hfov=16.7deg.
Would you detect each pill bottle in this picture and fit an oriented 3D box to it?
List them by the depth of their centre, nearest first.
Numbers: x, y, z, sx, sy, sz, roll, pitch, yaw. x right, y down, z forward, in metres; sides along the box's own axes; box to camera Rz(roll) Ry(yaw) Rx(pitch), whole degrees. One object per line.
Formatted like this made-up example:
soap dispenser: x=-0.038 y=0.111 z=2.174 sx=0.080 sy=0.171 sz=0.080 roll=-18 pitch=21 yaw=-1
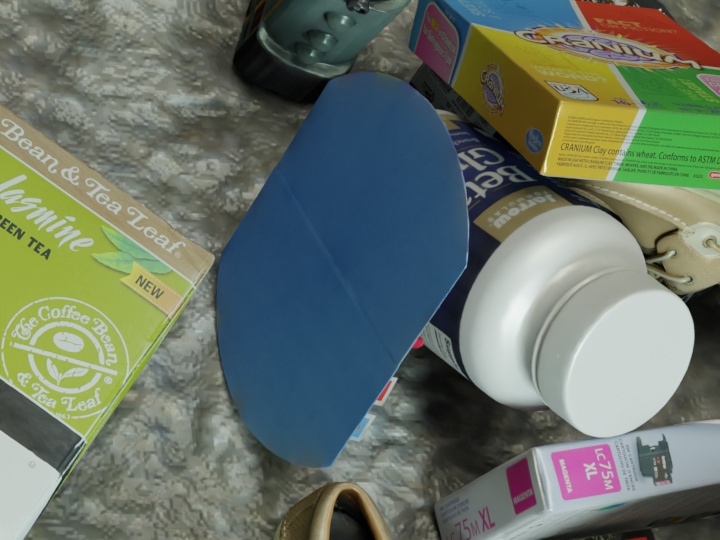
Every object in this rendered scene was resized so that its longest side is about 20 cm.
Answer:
pill bottle: x=0.077 y=0.003 z=1.260 sx=0.111 sy=0.111 sz=0.200 roll=-16 pitch=35 yaw=-30

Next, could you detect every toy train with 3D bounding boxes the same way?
toy train: x=-0.008 y=-0.167 z=1.327 sx=0.085 sy=0.200 sz=0.114 roll=20 pitch=71 yaw=-15

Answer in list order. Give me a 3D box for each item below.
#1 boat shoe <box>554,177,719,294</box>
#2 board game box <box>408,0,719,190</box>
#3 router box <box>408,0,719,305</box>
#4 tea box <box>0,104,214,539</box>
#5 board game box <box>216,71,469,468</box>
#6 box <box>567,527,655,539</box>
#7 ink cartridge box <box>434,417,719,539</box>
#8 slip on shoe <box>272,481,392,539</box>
boat shoe: x=0.182 y=-0.017 z=1.326 sx=0.199 sy=0.071 sz=0.065 roll=21 pitch=92 yaw=-25
board game box: x=0.130 y=-0.098 z=1.301 sx=0.152 sy=0.040 sz=0.200 roll=4 pitch=22 yaw=-22
router box: x=0.148 y=-0.072 z=1.423 sx=0.157 sy=0.052 sz=0.200 roll=-28 pitch=77 yaw=-34
tea box: x=-0.213 y=0.030 z=1.157 sx=0.200 sy=0.134 sz=0.197 roll=35 pitch=54 yaw=-3
board game box: x=0.000 y=0.000 z=1.240 sx=0.039 sy=0.200 sz=0.158 roll=12 pitch=32 yaw=-38
box: x=0.115 y=0.237 z=1.246 sx=0.136 sy=0.038 sz=0.201 roll=-6 pitch=66 yaw=-26
ink cartridge box: x=0.152 y=0.110 z=1.281 sx=0.199 sy=0.119 sz=0.042 roll=-4 pitch=73 yaw=-26
slip on shoe: x=0.001 y=0.200 z=1.202 sx=0.076 sy=0.061 sz=0.201 roll=4 pitch=62 yaw=-22
